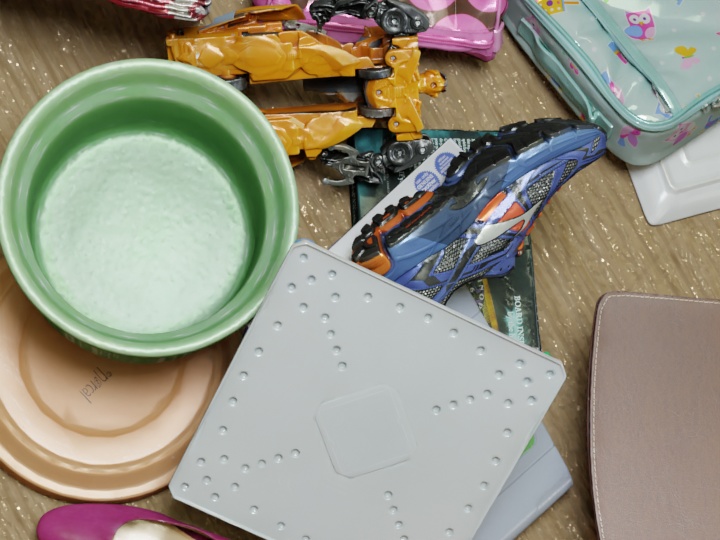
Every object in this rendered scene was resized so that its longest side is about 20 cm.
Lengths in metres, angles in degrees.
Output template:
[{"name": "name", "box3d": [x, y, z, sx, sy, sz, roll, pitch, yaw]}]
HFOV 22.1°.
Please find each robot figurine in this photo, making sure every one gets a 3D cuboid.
[{"name": "robot figurine", "box3d": [-0.037, -0.133, 1.331, 0.198, 0.058, 0.146, -4, 112, -3]}]

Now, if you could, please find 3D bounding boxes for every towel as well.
[{"name": "towel", "box3d": [-0.204, -0.205, 1.308, 0.198, 0.144, 0.023, 12, 98, -6]}]

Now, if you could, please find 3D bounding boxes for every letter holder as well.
[{"name": "letter holder", "box3d": [0.218, 0.128, 1.329, 0.141, 0.101, 0.202, 5, 71, -10]}]

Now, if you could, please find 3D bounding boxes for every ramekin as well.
[{"name": "ramekin", "box3d": [-0.145, -0.033, 1.247, 0.198, 0.098, 0.202, 2, 77, -10]}]

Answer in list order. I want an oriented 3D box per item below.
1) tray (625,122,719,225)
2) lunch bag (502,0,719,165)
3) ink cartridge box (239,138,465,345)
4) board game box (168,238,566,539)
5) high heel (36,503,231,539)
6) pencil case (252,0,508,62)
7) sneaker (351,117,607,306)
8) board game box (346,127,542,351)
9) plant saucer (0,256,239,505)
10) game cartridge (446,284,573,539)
[{"name": "tray", "box3d": [0.301, -0.110, 1.468, 0.199, 0.022, 0.108, -15, 76, -18]}, {"name": "lunch bag", "box3d": [0.211, -0.186, 1.428, 0.160, 0.077, 0.200, -31, 71, -23]}, {"name": "ink cartridge box", "box3d": [0.000, 0.000, 1.289, 0.044, 0.094, 0.200, 45, 71, 7]}, {"name": "board game box", "box3d": [0.003, 0.101, 1.214, 0.199, 0.026, 0.201, 25, 108, -10]}, {"name": "high heel", "box3d": [-0.116, 0.192, 1.224, 0.199, 0.096, 0.068, 16, 69, -9]}, {"name": "pencil case", "box3d": [0.016, -0.204, 1.394, 0.198, 0.091, 0.094, 2, 37, -11]}, {"name": "sneaker", "box3d": [0.086, -0.037, 1.242, 0.199, 0.075, 0.079, -34, 113, -12]}, {"name": "board game box", "box3d": [0.062, -0.008, 1.369, 0.134, 0.028, 0.202, 1, 72, -12]}, {"name": "plant saucer", "box3d": [-0.181, 0.062, 1.286, 0.199, 0.032, 0.202, 4, 72, -12]}, {"name": "game cartridge", "box3d": [0.057, 0.112, 1.285, 0.133, 0.040, 0.201, -37, 110, -18]}]
